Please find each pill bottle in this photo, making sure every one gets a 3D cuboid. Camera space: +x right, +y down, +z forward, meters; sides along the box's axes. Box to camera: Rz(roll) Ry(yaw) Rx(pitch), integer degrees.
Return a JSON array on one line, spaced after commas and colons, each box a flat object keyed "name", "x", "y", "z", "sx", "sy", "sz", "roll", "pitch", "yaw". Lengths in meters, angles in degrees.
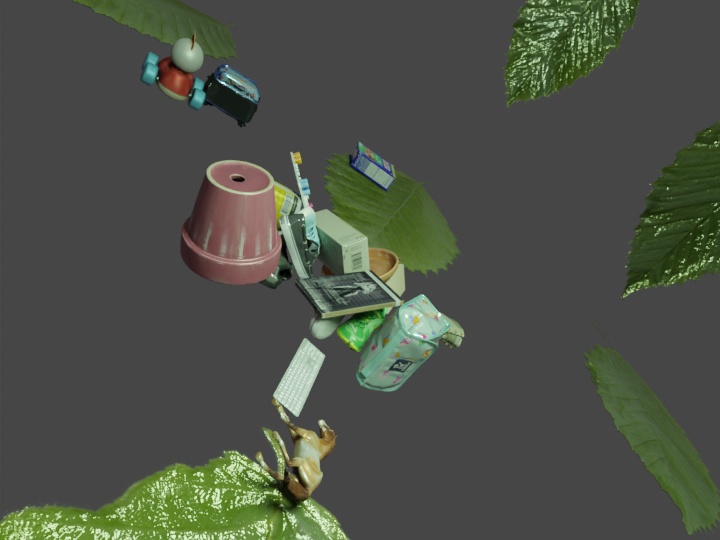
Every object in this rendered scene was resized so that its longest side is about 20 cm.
[{"name": "pill bottle", "x": -0.254, "y": -0.180, "z": 1.306, "sx": 0.198, "sy": 0.115, "sz": 0.115, "roll": 26, "pitch": 26, "yaw": -27}]

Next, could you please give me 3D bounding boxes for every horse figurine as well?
[{"name": "horse figurine", "x": -0.092, "y": 0.274, "z": 0.793, "sx": 0.133, "sy": 0.050, "sz": 0.200, "roll": 51, "pitch": 11, "yaw": -16}]

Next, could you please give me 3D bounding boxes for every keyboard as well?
[{"name": "keyboard", "x": -0.109, "y": 0.192, "z": 0.980, "sx": 0.056, "sy": 0.011, "sz": 0.200, "roll": 37, "pitch": 24, "yaw": -5}]

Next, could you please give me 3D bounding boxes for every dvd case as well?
[{"name": "dvd case", "x": -0.025, "y": 0.048, "z": 1.151, "sx": 0.197, "sy": 0.016, "sz": 0.149, "roll": -7, "pitch": 30, "yaw": -28}]

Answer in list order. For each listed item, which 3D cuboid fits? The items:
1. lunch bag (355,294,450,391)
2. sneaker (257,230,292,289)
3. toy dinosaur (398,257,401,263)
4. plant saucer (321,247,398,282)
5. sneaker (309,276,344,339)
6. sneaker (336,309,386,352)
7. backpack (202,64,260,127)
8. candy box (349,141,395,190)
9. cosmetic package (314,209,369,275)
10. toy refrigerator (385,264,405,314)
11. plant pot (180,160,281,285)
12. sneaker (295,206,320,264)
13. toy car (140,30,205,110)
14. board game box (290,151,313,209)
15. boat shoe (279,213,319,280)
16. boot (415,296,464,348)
[{"name": "lunch bag", "x": 0.084, "y": 0.158, "z": 1.123, "sx": 0.122, "sy": 0.171, "sz": 0.199, "roll": 46, "pitch": 25, "yaw": 10}, {"name": "sneaker", "x": -0.187, "y": -0.019, "z": 1.183, "sx": 0.090, "sy": 0.067, "sz": 0.201, "roll": 37, "pitch": 27, "yaw": -10}, {"name": "toy dinosaur", "x": 0.071, "y": -0.020, "z": 1.569, "sx": 0.105, "sy": 0.061, "sz": 0.201, "roll": 0, "pitch": 44, "yaw": -54}, {"name": "plant saucer", "x": 0.000, "y": 0.000, "z": 1.334, "sx": 0.196, "sy": 0.038, "sz": 0.201, "roll": -8, "pitch": 25, "yaw": 4}, {"name": "sneaker", "x": -0.091, "y": 0.076, "z": 1.168, "sx": 0.113, "sy": 0.074, "sz": 0.200, "roll": 22, "pitch": 26, "yaw": 12}, {"name": "sneaker", "x": 0.007, "y": 0.116, "z": 1.196, "sx": 0.074, "sy": 0.084, "sz": 0.200, "roll": 40, "pitch": 24, "yaw": 4}, {"name": "backpack", "x": -0.433, "y": -0.600, "z": 1.779, "sx": 0.181, "sy": 0.135, "sz": 0.201, "roll": 26, "pitch": 23, "yaw": -28}, {"name": "candy box", "x": 0.053, "y": -0.456, "z": 2.307, "sx": 0.198, "sy": 0.077, "sz": 0.170, "roll": 32, "pitch": 24, "yaw": -18}, {"name": "cosmetic package", "x": -0.060, "y": -0.063, "z": 1.297, "sx": 0.072, "sy": 0.105, "sz": 0.200, "roll": -20, "pitch": 35, "yaw": -24}, {"name": "toy refrigerator", "x": 0.062, "y": 0.045, "z": 1.396, "sx": 0.069, "sy": 0.078, "sz": 0.200, "roll": -1, "pitch": 16, "yaw": 17}, {"name": "plant pot", "x": -0.242, "y": -0.102, "z": 1.029, "sx": 0.196, "sy": 0.181, "sz": 0.202, "roll": 12, "pitch": 35, "yaw": -9}, {"name": "sneaker", "x": -0.121, "y": -0.076, "z": 1.254, "sx": 0.082, "sy": 0.074, "sz": 0.201, "roll": 47, "pitch": -19, "yaw": 12}, {"name": "toy car", "x": -0.532, "y": -0.629, "z": 1.594, "sx": 0.182, "sy": 0.201, "sz": 0.178, "roll": 23, "pitch": 27, "yaw": -33}, {"name": "board game box", "x": -0.144, "y": -0.190, "z": 1.427, "sx": 0.025, "sy": 0.203, "sz": 0.201, "roll": -15, "pitch": 37, "yaw": -4}, {"name": "boat shoe", "x": -0.125, "y": -0.050, "z": 1.189, "sx": 0.071, "sy": 0.065, "sz": 0.202, "roll": -108, "pitch": -178, "yaw": -47}, {"name": "boot", "x": 0.215, "y": 0.170, "z": 1.430, "sx": 0.153, "sy": 0.072, "sz": 0.201, "roll": 32, "pitch": 23, "yaw": -21}]
